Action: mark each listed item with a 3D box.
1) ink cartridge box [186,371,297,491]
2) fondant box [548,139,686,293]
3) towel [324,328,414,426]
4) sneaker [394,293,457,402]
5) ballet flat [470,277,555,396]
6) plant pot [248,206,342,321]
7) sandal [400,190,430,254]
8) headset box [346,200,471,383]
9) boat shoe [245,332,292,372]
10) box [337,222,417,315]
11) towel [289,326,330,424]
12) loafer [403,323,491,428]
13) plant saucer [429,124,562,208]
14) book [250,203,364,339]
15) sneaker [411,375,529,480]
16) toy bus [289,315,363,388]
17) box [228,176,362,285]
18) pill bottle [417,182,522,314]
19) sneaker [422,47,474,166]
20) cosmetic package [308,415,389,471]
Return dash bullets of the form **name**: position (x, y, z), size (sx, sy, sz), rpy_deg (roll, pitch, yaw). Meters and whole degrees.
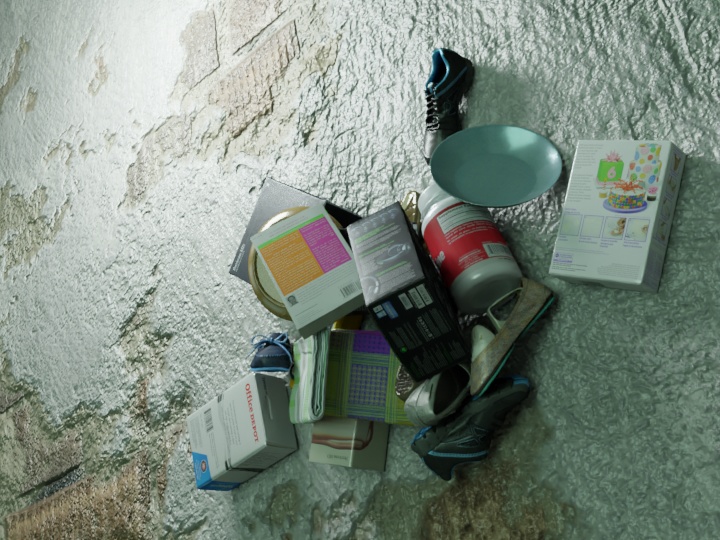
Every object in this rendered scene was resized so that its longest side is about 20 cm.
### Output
- **ink cartridge box**: position (-0.219, 0.298, 1.631), size (0.200, 0.084, 0.147), rpy_deg (-34, 55, 29)
- **fondant box**: position (0.356, -0.078, 1.235), size (0.144, 0.058, 0.202), rpy_deg (8, 83, 44)
- **towel**: position (0.037, 0.167, 1.396), size (0.198, 0.023, 0.145), rpy_deg (4, 78, 2)
- **sneaker**: position (0.114, 0.122, 1.369), size (0.070, 0.075, 0.201), rpy_deg (-8, 51, 52)
- **ballet flat**: position (0.199, 0.089, 1.274), size (0.067, 0.068, 0.200), rpy_deg (38, 68, 7)
- **plant pot**: position (-0.110, -0.013, 1.532), size (0.198, 0.027, 0.202), rpy_deg (-2, 84, 20)
- **sandal**: position (0.089, -0.030, 1.475), size (0.080, 0.054, 0.202), rpy_deg (0, 91, 62)
- **headset box**: position (0.066, 0.025, 1.282), size (0.092, 0.175, 0.201), rpy_deg (-26, 38, 9)
- **boat shoe**: position (-0.160, 0.141, 1.562), size (0.200, 0.083, 0.069), rpy_deg (176, 96, -83)
- **box**: position (0.000, 0.000, 1.448), size (0.198, 0.036, 0.144), rpy_deg (-3, 92, 20)
- **towel**: position (-0.088, 0.171, 1.429), size (0.200, 0.030, 0.150), rpy_deg (142, 134, -70)
- **loafer**: position (0.142, 0.151, 1.295), size (0.200, 0.070, 0.070), rpy_deg (-49, 15, -32)
- **plant saucer**: position (0.205, -0.150, 1.357), size (0.199, 0.039, 0.202), rpy_deg (-4, 43, 3)
- **book**: position (-0.074, -0.005, 1.389), size (0.133, 0.048, 0.201), rpy_deg (-29, 52, -3)
- **sneaker**: position (0.172, 0.228, 1.302), size (0.200, 0.073, 0.082), rpy_deg (-38, 89, 19)
- **toy bus**: position (-0.055, 0.122, 1.550), size (0.078, 0.065, 0.201), rpy_deg (16, 87, 43)
- **box**: position (-0.122, -0.047, 1.641), size (0.182, 0.104, 0.201), rpy_deg (26, 94, 43)
- **pill bottle**: position (0.161, -0.042, 1.367), size (0.112, 0.112, 0.201), rpy_deg (-41, 52, 26)
- **sneaker**: position (0.130, -0.274, 1.496), size (0.073, 0.082, 0.202), rpy_deg (4, 80, 42)
- **cosmetic package**: position (-0.012, 0.221, 1.459), size (0.103, 0.087, 0.202), rpy_deg (-6, 73, 41)
